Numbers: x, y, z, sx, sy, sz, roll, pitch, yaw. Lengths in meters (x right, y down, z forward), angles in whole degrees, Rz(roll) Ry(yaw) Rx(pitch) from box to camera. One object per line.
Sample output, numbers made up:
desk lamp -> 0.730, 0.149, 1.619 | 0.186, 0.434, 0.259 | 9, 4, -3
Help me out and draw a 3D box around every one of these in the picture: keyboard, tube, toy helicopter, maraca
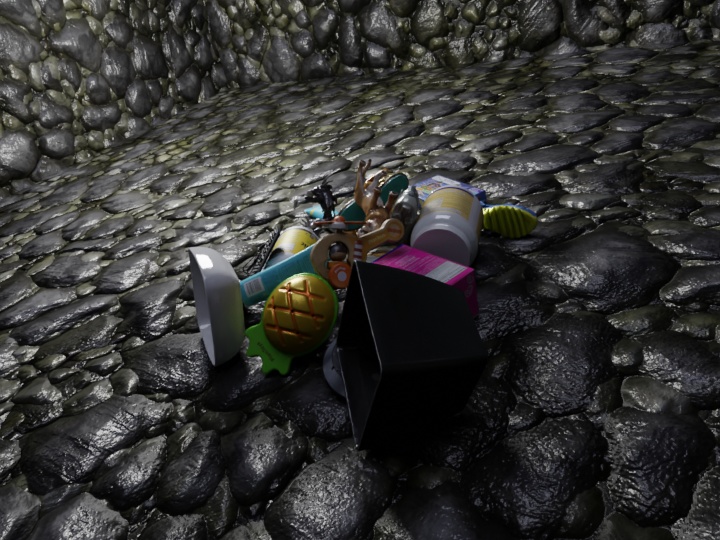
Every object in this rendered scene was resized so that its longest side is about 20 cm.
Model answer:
keyboard -> -0.232, -0.007, 1.314 | 0.039, 0.203, 0.104 | 28, 8, -10
tube -> -0.092, -0.151, 1.650 | 0.076, 0.051, 0.200 | -13, 22, -17
tube -> -0.146, 0.012, 1.201 | 0.197, 0.079, 0.051 | -22, 19, 11
toy helicopter -> -0.006, -0.055, 1.156 | 0.197, 0.134, 0.079 | -26, 3, -18
maraca -> -0.126, 0.097, 1.108 | 0.137, 0.107, 0.200 | 42, 89, 17

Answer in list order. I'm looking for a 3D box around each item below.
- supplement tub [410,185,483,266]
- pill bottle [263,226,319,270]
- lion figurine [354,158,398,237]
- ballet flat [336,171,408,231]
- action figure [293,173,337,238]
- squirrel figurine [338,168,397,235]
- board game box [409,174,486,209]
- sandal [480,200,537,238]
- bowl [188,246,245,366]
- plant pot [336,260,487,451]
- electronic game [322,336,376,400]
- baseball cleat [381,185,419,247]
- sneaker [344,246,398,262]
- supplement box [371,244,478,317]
supplement tub -> 0.185, -0.080, 1.294 | 0.142, 0.148, 0.201 | -2, 30, 19
pill bottle -> -0.153, -0.006, 1.339 | 0.109, 0.113, 0.201 | -6, 30, 12
lion figurine -> 0.022, -0.142, 1.292 | 0.071, 0.124, 0.202 | 9, 36, -17
ballet flat -> 0.023, -0.158, 1.387 | 0.199, 0.071, 0.071 | -37, 32, -7
action figure -> -0.108, -0.133, 1.446 | 0.100, 0.203, 0.120 | -1, 34, -12
squirrel figurine -> 0.040, -0.120, 1.476 | 0.197, 0.143, 0.188 | -25, 38, 8
board game box -> 0.218, -0.198, 1.607 | 0.134, 0.035, 0.199 | -25, 31, -22
sandal -> 0.316, -0.127, 1.401 | 0.197, 0.081, 0.087 | 10, 31, 33
bowl -> -0.280, 0.062, 1.189 | 0.073, 0.204, 0.200 | -10, 25, -20
plant pot -> 0.074, 0.125, 0.904 | 0.173, 0.202, 0.202 | 0, 45, -15
electronic game -> 0.032, 0.154, 1.045 | 0.195, 0.042, 0.202 | -6, 36, 5
baseball cleat -> 0.089, -0.096, 1.324 | 0.069, 0.201, 0.107 | 26, 46, 0
sneaker -> 0.000, 0.000, 1.282 | 0.195, 0.090, 0.076 | 1, 19, 11
supplement box -> 0.119, 0.036, 1.160 | 0.102, 0.103, 0.199 | -29, 33, -28
